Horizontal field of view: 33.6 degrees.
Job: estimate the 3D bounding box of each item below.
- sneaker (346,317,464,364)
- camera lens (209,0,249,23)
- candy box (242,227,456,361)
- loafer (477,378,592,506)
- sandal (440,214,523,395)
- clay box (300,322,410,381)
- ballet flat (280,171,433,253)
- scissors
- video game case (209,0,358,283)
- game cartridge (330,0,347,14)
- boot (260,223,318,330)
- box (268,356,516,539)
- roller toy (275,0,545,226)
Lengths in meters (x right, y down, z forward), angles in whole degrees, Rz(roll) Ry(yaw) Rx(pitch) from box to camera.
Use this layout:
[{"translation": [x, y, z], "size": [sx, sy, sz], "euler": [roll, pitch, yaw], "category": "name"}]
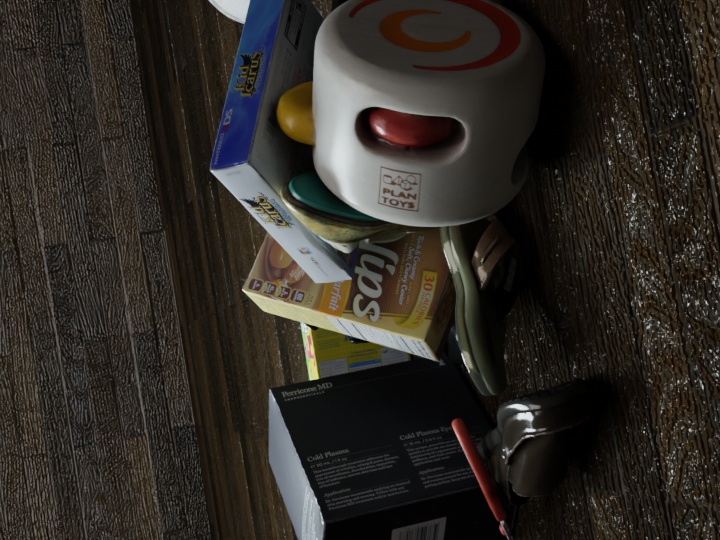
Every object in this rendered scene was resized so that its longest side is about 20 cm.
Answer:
[{"translation": [0.043, 0.055, 1.175], "size": [0.200, 0.110, 0.074], "euler": [-134, 29, -65], "category": "sneaker"}, {"translation": [-0.105, -0.382, 1.375], "size": [0.200, 0.157, 0.163], "euler": [165, 96, -73], "category": "camera lens"}, {"translation": [0.000, 0.000, 1.123], "size": [0.117, 0.197, 0.055], "euler": [-68, -28, -16], "category": "candy box"}, {"translation": [0.149, 0.145, 0.972], "size": [0.201, 0.072, 0.072], "euler": [99, 153, -68], "category": "loafer"}, {"translation": [0.112, 0.006, 1.009], "size": [0.080, 0.057, 0.204], "euler": [34, -136, -55], "category": "sandal"}, {"translation": [-0.012, 0.043, 1.353], "size": [0.048, 0.113, 0.204], "euler": [157, 105, -73], "category": "clay box"}, {"translation": [0.004, -0.049, 1.016], "size": [0.070, 0.198, 0.072], "euler": [11, 107, 42], "category": "ballet flat"}, {"translation": [0.121, 0.216, 1.031], "size": [0.073, 0.014, 0.203], "euler": [-131, 17, -84], "category": "scissors"}, {"translation": [-0.050, -0.121, 1.052], "size": [0.181, 0.045, 0.203], "euler": [47, -136, -47], "category": "video game case"}, {"translation": [0.014, -0.222, 1.107], "size": [0.134, 0.040, 0.203], "euler": [63, -153, -50], "category": "game cartridge"}, {"translation": [-0.052, -0.023, 1.248], "size": [0.073, 0.075, 0.201], "euler": [40, -166, -36], "category": "boot"}, {"translation": [0.027, 0.192, 1.157], "size": [0.183, 0.197, 0.105], "euler": [-118, 25, -48], "category": "box"}, {"translation": [0.049, -0.127, 0.951], "size": [0.183, 0.197, 0.142], "euler": [46, 143, 42], "category": "roller toy"}]
